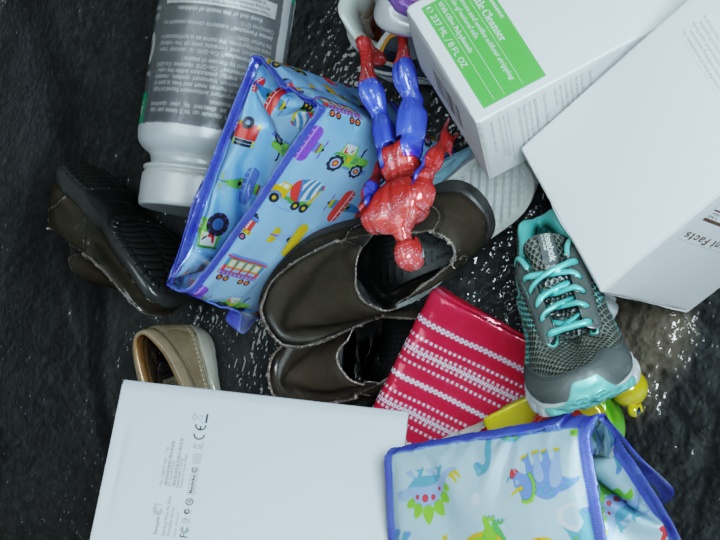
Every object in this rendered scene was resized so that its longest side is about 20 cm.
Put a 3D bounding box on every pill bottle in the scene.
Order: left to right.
[{"bbox_3d":[-0.120,-0.145,1.438,0.113,0.113,0.202,5,84,41],"label":"pill bottle"}]

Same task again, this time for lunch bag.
[{"bbox_3d":[-0.046,-0.039,1.330,0.094,0.150,0.201,40,108,42],"label":"lunch bag"},{"bbox_3d":[0.116,0.193,1.138,0.169,0.127,0.201,-14,104,37],"label":"lunch bag"}]

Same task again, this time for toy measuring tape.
[{"bbox_3d":[0.110,0.123,1.191,0.199,0.073,0.074,-29,64,25],"label":"toy measuring tape"}]

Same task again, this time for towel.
[{"bbox_3d":[0.071,0.128,1.244,0.144,0.022,0.201,28,102,10],"label":"towel"}]

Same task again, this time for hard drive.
[{"bbox_3d":[-0.073,0.146,1.189,0.198,0.026,0.133,7,60,2],"label":"hard drive"}]

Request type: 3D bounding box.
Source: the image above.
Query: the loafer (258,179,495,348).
[{"bbox_3d":[0.000,0.000,1.246,0.199,0.071,0.073,-31,99,28],"label":"loafer"}]

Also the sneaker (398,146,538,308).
[{"bbox_3d":[0.056,-0.035,1.300,0.199,0.082,0.074,-29,100,27],"label":"sneaker"}]

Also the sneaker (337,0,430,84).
[{"bbox_3d":[0.067,-0.177,1.301,0.199,0.079,0.079,3,65,40],"label":"sneaker"}]

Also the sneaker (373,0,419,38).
[{"bbox_3d":[0.070,-0.249,1.257,0.080,0.201,0.089,13,133,16],"label":"sneaker"}]

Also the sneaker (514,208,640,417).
[{"bbox_3d":[0.126,0.023,1.135,0.077,0.200,0.092,-21,109,6],"label":"sneaker"}]

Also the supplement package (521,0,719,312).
[{"bbox_3d":[0.227,-0.084,1.127,0.200,0.119,0.122,-41,59,27],"label":"supplement package"}]

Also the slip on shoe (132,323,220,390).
[{"bbox_3d":[-0.141,0.137,1.439,0.076,0.060,0.202,-25,67,35],"label":"slip on shoe"}]

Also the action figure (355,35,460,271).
[{"bbox_3d":[0.029,-0.084,1.217,0.065,0.052,0.201,-22,48,27],"label":"action figure"}]

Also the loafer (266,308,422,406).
[{"bbox_3d":[-0.001,0.060,1.328,0.199,0.071,0.074,-18,70,37],"label":"loafer"}]

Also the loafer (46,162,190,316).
[{"bbox_3d":[-0.208,-0.016,1.517,0.200,0.073,0.072,47,121,42],"label":"loafer"}]

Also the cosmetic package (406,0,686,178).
[{"bbox_3d":[0.144,-0.162,1.176,0.199,0.085,0.108,-30,64,-3],"label":"cosmetic package"}]
